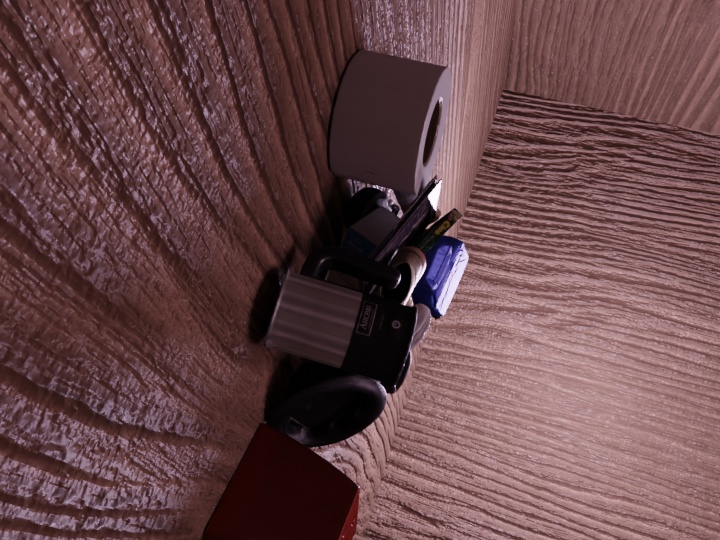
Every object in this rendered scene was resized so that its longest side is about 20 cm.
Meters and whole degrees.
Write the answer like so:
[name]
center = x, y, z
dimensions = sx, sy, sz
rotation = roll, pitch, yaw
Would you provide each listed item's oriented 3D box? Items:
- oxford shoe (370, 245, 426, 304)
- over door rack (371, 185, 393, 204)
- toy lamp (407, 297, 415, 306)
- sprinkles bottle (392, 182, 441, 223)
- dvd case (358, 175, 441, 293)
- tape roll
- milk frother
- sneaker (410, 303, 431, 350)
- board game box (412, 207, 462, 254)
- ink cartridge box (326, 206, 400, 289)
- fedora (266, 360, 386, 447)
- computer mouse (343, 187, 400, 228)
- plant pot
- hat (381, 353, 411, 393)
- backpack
[oxford shoe]
center = 0.038, 0.056, 1.177
dimensions = 0.074, 0.071, 0.200
rotation = -41, 153, -68
[over door rack]
center = 0.082, -0.225, 1.488
dimensions = 0.148, 0.067, 0.200
rotation = 47, 59, -77
[toy lamp]
center = 0.082, 0.042, 1.339
dimensions = 0.200, 0.058, 0.058
rotation = 65, 41, -59
[sprinkles bottle]
center = 0.079, -0.175, 1.303
dimensions = 0.200, 0.068, 0.068
rotation = 67, 24, -14
[dvd case]
center = 0.062, -0.047, 1.189
dimensions = 0.200, 0.016, 0.149
rotation = -50, 166, -15
[tape roll]
center = 0.048, -0.229, 1.145
dimensions = 0.203, 0.139, 0.203
rotation = 16, 90, -78
[milk frother]
center = -0.032, 0.088, 1.061
dimensions = 0.181, 0.188, 0.200
rotation = -74, -177, -49
[sneaker]
center = 0.039, 0.115, 1.270
dimensions = 0.200, 0.099, 0.078
rotation = -44, -176, -23
[board game box]
center = 0.116, -0.053, 1.286
dimensions = 0.105, 0.023, 0.200
rotation = -48, 180, -5
[ink cartridge box]
center = 0.000, 0.000, 1.274
dimensions = 0.116, 0.067, 0.200
rotation = -37, 158, -52
[fedora]
center = -0.060, 0.204, 1.196
dimensions = 0.201, 0.200, 0.092
rotation = 92, -14, -48
[computer mouse]
center = 0.007, -0.096, 1.323
dimensions = 0.139, 0.053, 0.200
rotation = -52, 166, -6
[plant pot]
center = -0.105, 0.390, 1.121
dimensions = 0.200, 0.176, 0.200
rotation = 94, 16, -44
[hat]
center = 0.045, 0.173, 1.365
dimensions = 0.201, 0.081, 0.201
rotation = -44, 147, -40
[backpack]
center = 0.094, -0.025, 1.477
dimensions = 0.163, 0.200, 0.168
rotation = -63, 157, -13
